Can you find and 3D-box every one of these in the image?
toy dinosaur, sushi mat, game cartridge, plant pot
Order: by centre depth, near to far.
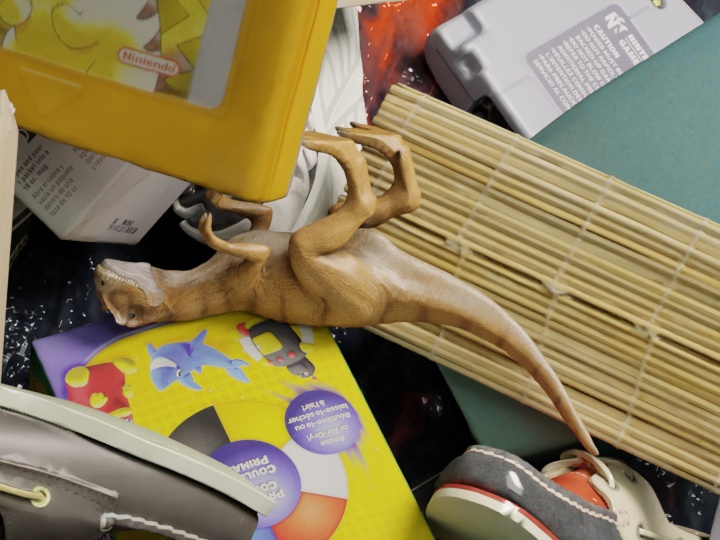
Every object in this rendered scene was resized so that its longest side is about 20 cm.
[{"bbox_3d":[-0.084,-0.142,0.916,0.176,0.200,0.032,17,13,18],"label":"game cartridge"},{"bbox_3d":[0.000,0.000,1.029,0.200,0.060,0.106,8,101,1],"label":"toy dinosaur"},{"bbox_3d":[0.080,0.007,1.032,0.200,0.096,0.012,25,9,19],"label":"sushi mat"},{"bbox_3d":[0.124,-0.002,1.095,0.200,0.141,0.141,-29,80,4],"label":"plant pot"},{"bbox_3d":[0.133,-0.052,1.217,0.133,0.041,0.200,-31,84,-31],"label":"game cartridge"}]

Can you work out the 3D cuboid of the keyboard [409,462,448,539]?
[{"bbox_3d":[0.067,0.174,1.062,0.200,0.021,0.127,56,25,7],"label":"keyboard"}]

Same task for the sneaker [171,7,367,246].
[{"bbox_3d":[-0.030,-0.075,1.133,0.081,0.075,0.200,43,41,-39],"label":"sneaker"}]

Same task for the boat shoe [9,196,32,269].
[{"bbox_3d":[-0.177,0.043,1.000,0.064,0.071,0.200,45,57,-13],"label":"boat shoe"}]

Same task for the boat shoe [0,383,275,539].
[{"bbox_3d":[-0.127,0.069,0.935,0.201,0.072,0.061,22,83,-22],"label":"boat shoe"}]

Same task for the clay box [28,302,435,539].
[{"bbox_3d":[-0.038,0.100,1.010,0.115,0.048,0.200,-18,59,-19],"label":"clay box"}]

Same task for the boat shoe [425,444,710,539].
[{"bbox_3d":[0.091,0.104,1.051,0.200,0.071,0.063,38,73,-51],"label":"boat shoe"}]

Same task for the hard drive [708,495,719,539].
[{"bbox_3d":[0.162,0.185,1.072,0.042,0.135,0.200,1,57,19],"label":"hard drive"}]

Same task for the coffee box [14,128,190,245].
[{"bbox_3d":[-0.147,-0.105,1.026,0.200,0.114,0.080,43,95,6],"label":"coffee box"}]

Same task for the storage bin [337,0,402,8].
[{"bbox_3d":[-0.070,-0.192,1.029,0.199,0.094,0.200,36,20,14],"label":"storage bin"}]

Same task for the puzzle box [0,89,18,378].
[{"bbox_3d":[-0.215,0.004,0.874,0.200,0.025,0.133,-5,54,4],"label":"puzzle box"}]
